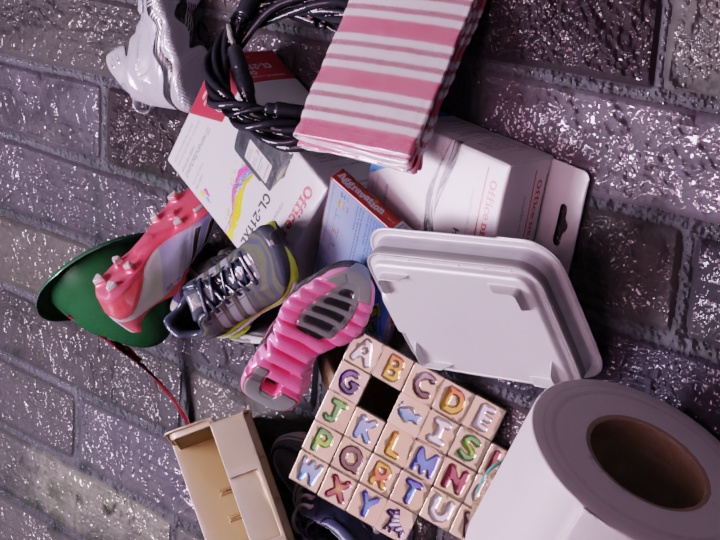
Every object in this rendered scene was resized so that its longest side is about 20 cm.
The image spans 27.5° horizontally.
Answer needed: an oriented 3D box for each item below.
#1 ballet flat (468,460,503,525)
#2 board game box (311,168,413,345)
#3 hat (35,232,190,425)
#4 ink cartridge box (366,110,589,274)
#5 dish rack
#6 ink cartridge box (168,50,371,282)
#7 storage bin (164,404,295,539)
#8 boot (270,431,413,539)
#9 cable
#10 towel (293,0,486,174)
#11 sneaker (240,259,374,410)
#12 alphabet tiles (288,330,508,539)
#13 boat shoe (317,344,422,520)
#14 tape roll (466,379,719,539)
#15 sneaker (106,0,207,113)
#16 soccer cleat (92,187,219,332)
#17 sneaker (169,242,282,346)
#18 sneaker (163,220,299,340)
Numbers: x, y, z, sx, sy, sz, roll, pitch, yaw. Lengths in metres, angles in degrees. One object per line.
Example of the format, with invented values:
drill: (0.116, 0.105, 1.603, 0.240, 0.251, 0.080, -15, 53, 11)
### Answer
ballet flat: (0.132, 0.273, 1.367, 0.065, 0.070, 0.201, -126, 35, -55)
board game box: (0.000, 0.000, 1.413, 0.103, 0.019, 0.201, 43, 149, 20)
hat: (-0.238, 0.076, 1.630, 0.165, 0.200, 0.177, -39, 71, 24)
ink cartridge box: (0.100, -0.064, 1.329, 0.199, 0.068, 0.117, 26, 117, 37)
dish rack: (0.102, 0.041, 1.297, 0.199, 0.044, 0.172, 7, 140, 37)
ink cartridge box: (-0.089, -0.103, 1.495, 0.200, 0.082, 0.146, 50, 129, 25)
storage bin: (-0.126, 0.255, 1.535, 0.199, 0.093, 0.201, 111, 139, -79)
boot: (-0.044, 0.235, 1.517, 0.199, 0.090, 0.073, 29, 118, 36)
cable: (-0.059, -0.193, 1.416, 0.199, 0.051, 0.164, 34, 78, 20)
towel: (0.030, -0.191, 1.343, 0.146, 0.030, 0.201, 16, 78, 38)
sneaker: (-0.049, 0.047, 1.436, 0.079, 0.096, 0.200, 33, 127, -12)
alphabet tiles: (0.047, 0.175, 1.409, 0.199, 0.008, 0.168, 28, 103, 14)
boat shoe: (0.005, 0.162, 1.468, 0.064, 0.071, 0.201, -39, 73, 41)
tape roll: (0.202, 0.205, 1.186, 0.203, 0.202, 0.140, 43, 125, 29)
sneaker: (-0.226, -0.266, 1.597, 0.114, 0.075, 0.202, -4, 100, 42)
soccer cleat: (-0.200, -0.021, 1.580, 0.067, 0.200, 0.077, 25, 154, 47)
sneaker: (-0.132, 0.022, 1.574, 0.199, 0.075, 0.088, 18, 105, 41)
sneaker: (-0.126, 0.020, 1.444, 0.074, 0.081, 0.200, 60, 140, 15)
